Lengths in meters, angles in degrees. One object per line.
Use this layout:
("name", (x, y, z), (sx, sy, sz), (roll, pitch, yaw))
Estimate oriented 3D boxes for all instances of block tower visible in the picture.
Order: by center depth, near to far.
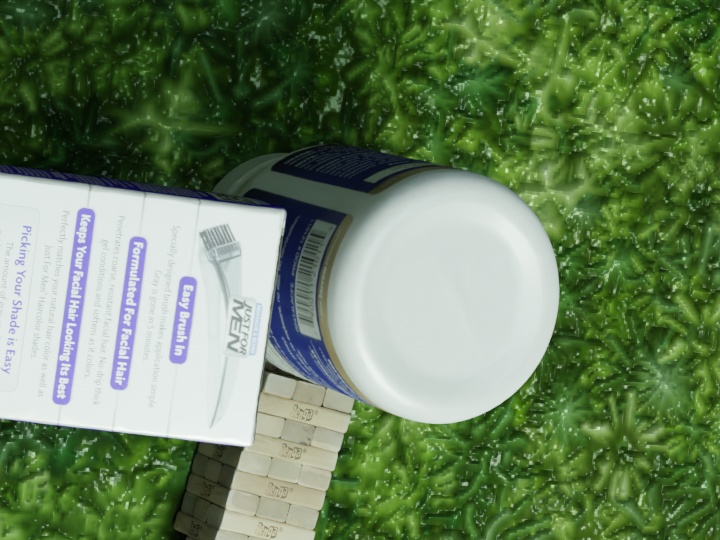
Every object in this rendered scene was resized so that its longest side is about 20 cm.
("block tower", (-0.061, 0.139, 1.438), (0.054, 0.058, 0.201), (16, 88, -28))

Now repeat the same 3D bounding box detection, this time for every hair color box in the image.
("hair color box", (-0.141, 0.011, 1.289), (0.199, 0.065, 0.110), (8, 94, -11))

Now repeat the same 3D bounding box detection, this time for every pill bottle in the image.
("pill bottle", (0.000, 0.000, 1.370), (0.115, 0.200, 0.116), (-4, 100, -25))
